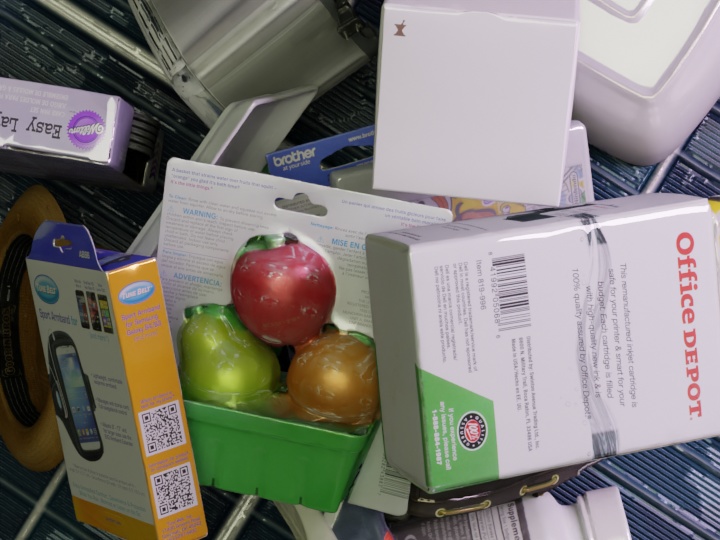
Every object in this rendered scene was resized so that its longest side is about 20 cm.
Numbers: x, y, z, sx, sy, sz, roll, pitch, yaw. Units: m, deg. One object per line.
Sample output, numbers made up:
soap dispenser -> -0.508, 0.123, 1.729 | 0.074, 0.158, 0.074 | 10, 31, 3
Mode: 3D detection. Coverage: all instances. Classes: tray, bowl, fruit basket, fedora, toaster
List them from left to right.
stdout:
fedora -> -0.200, 0.041, 1.449 | 0.081, 0.200, 0.203 | 2, 87, -28
tray -> -0.108, -0.044, 1.366 | 0.022, 0.107, 0.201 | 40, 112, 9
toaster -> -0.074, -0.174, 1.431 | 0.129, 0.114, 0.201 | -38, 45, 8
fruit basket -> -0.044, 0.041, 1.311 | 0.183, 0.094, 0.202 | 10, 100, 9
bowl -> 0.183, -0.197, 1.458 | 0.199, 0.075, 0.201 | 34, 89, 4

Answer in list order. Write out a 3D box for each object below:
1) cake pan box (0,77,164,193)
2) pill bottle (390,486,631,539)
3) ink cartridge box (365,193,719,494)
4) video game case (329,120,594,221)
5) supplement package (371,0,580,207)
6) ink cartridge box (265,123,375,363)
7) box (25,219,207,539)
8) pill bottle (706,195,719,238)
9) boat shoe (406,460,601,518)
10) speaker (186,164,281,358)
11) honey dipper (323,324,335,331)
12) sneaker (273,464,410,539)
cake pan box -> -0.238, -0.097, 1.433 | 0.198, 0.184, 0.053 | 9, 88, 6
pill bottle -> 0.090, 0.211, 1.430 | 0.198, 0.111, 0.112 | -14, 87, 4
ink cartridge box -> 0.113, 0.039, 1.250 | 0.198, 0.083, 0.148 | -8, 99, -18
video game case -> 0.080, 0.013, 1.427 | 0.180, 0.023, 0.202 | -12, 107, -13
supplement package -> 0.077, -0.133, 1.327 | 0.120, 0.200, 0.121 | 6, 113, 5
ink cartridge box -> 0.000, 0.000, 1.434 | 0.118, 0.042, 0.202 | -16, 109, -18
box -> -0.154, 0.066, 1.298 | 0.041, 0.119, 0.202 | -14, 103, -32
pill bottle -> 0.190, 0.033, 1.388 | 0.199, 0.112, 0.113 | -25, 85, -30
boat shoe -> 0.104, 0.120, 1.395 | 0.072, 0.200, 0.061 | 35, 120, 41
speaker -> -0.088, 0.017, 1.466 | 0.088, 0.088, 0.202 | 23, 90, 5
honey dipper -> 0.035, 0.067, 1.343 | 0.200, 0.038, 0.038 | 39, 92, 29
sneaker -> -0.013, 0.142, 1.392 | 0.084, 0.075, 0.201 | -25, 64, -11
